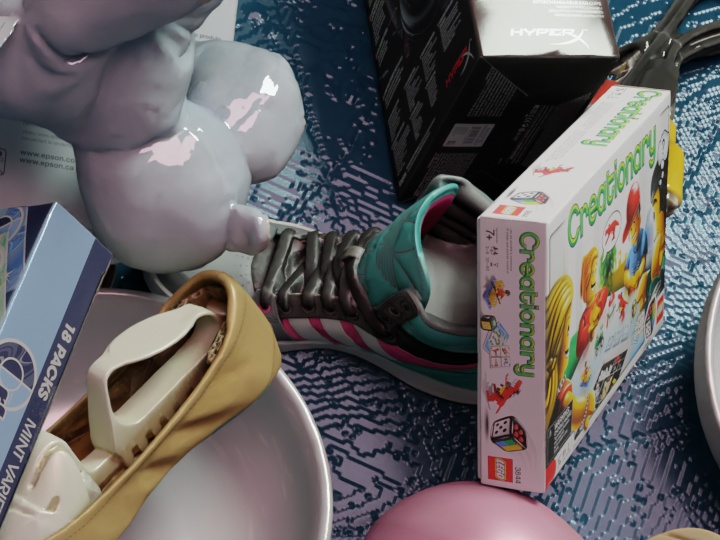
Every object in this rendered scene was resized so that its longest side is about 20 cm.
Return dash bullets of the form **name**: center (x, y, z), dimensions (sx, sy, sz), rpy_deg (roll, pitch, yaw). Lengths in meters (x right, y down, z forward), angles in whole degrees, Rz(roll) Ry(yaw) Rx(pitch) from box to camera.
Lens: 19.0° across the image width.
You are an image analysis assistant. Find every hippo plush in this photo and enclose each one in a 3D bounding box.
- **hippo plush**: center (-0.082, -0.078, 0.896), dimensions (0.161, 0.159, 0.200), rpy_deg (56, 48, -26)

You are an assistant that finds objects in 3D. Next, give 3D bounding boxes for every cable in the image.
- **cable**: center (0.153, -0.103, 1.168), dimensions (0.097, 0.050, 0.200), rpy_deg (27, 48, 6)

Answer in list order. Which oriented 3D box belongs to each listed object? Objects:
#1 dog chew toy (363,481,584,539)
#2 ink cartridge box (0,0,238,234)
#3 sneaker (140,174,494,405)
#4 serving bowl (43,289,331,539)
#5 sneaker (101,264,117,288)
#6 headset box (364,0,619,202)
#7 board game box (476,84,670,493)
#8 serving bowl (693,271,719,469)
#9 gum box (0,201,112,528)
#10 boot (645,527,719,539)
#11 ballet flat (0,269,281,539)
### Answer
- **dog chew toy**: center (0.021, 0.188, 0.933), dimensions (0.124, 0.125, 0.200), rpy_deg (40, 69, 7)
- **ink cartridge box**: center (-0.153, -0.120, 0.974), dimensions (0.196, 0.043, 0.200), rpy_deg (9, 82, -25)
- **sneaker**: center (0.000, 0.000, 1.017), dimensions (0.200, 0.121, 0.084), rpy_deg (15, 61, -7)
- **serving bowl**: center (-0.114, 0.111, 0.948), dimensions (0.200, 0.066, 0.200), rpy_deg (4, 60, -7)
- **sneaker**: center (-0.210, -0.037, 1.013), dimensions (0.200, 0.085, 0.073), rpy_deg (28, 73, -26)
- **headset box**: center (0.056, -0.156, 1.095), dimensions (0.075, 0.149, 0.200), rpy_deg (-2, 64, -17)
- **board game box**: center (0.101, 0.002, 0.997), dimensions (0.035, 0.126, 0.200), rpy_deg (7, 24, 21)
- **serving bowl**: center (0.253, 0.062, 1.080), dimensions (0.200, 0.066, 0.200), rpy_deg (5, 70, -15)
- **gum box**: center (-0.216, 0.059, 0.898), dimensions (0.045, 0.200, 0.170), rpy_deg (48, 51, -41)
- **boot**: center (0.106, 0.221, 0.910), dimensions (0.072, 0.166, 0.200), rpy_deg (22, 63, 25)
- **ballet flat**: center (-0.113, 0.072, 0.887), dimensions (0.069, 0.063, 0.200), rpy_deg (20, 52, 35)
